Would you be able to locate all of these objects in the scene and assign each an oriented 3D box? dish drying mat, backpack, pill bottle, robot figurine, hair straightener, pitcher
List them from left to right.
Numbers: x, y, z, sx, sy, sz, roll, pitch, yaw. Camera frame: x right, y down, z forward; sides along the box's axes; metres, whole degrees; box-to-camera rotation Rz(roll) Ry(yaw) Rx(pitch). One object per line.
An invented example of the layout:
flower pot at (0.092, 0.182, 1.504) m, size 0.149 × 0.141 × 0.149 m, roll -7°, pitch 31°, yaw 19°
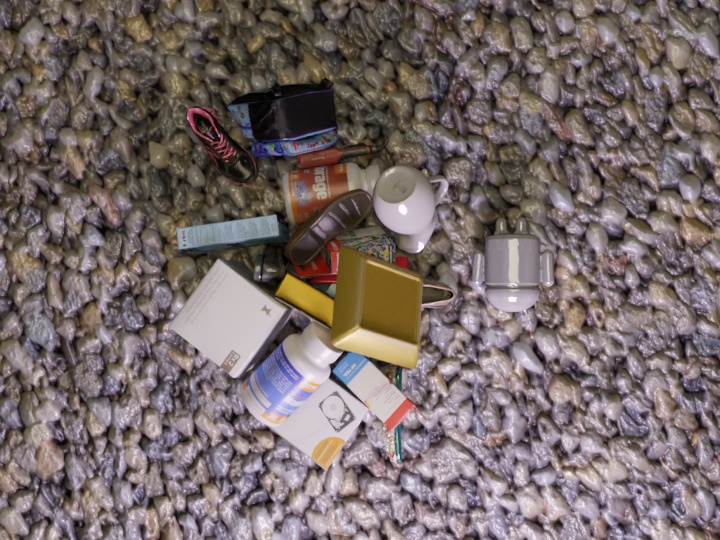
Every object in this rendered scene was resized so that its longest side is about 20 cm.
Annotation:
backpack at (-0.165, -0.306, 1.548) m, size 0.198 × 0.182 × 0.137 m, roll 6°, pitch 110°, yaw 43°
pill bottle at (-0.128, 0.194, 1.464) m, size 0.112 × 0.112 × 0.200 m, roll 46°, pitch 106°, yaw 3°
pill bottle at (-0.055, -0.161, 1.572) m, size 0.197 × 0.112 × 0.114 m, roll -9°, pitch 88°, yaw 2°
hair straightener at (-0.037, -0.251, 1.591) m, size 0.197 × 0.077 × 0.041 m, roll -15°, pitch 105°, yaw -3°
dish drying mat at (0.000, 0.000, 1.568) m, size 0.197 × 0.018 × 0.077 m, roll 1°, pitch 44°, yaw 2°
pitcher at (0.108, -0.145, 1.522) m, size 0.120 × 0.200 × 0.173 m, roll 30°, pitch 81°, yaw 25°
robot figurine at (0.307, -0.004, 1.550) m, size 0.167 × 0.113 × 0.203 m, roll -1°, pitch 88°, yaw 23°

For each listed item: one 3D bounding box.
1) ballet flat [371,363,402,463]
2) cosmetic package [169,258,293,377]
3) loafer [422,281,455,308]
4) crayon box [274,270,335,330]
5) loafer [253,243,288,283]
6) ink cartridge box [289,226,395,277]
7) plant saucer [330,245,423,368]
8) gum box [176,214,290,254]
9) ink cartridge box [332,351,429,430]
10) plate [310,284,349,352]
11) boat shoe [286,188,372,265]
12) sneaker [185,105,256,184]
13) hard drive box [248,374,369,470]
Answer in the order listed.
ballet flat at (0.055, 0.293, 1.577) m, size 0.063 × 0.076 × 0.203 m, roll -2°, pitch 79°, yaw 12°
cosmetic package at (-0.247, 0.092, 1.527) m, size 0.164 × 0.200 × 0.166 m, roll 36°, pitch 89°, yaw 3°
loafer at (0.098, 0.048, 1.562) m, size 0.197 × 0.063 × 0.073 m, roll -2°, pitch 86°, yaw -12°
crayon box at (-0.102, 0.054, 1.488) m, size 0.125 × 0.200 × 0.052 m, roll 30°, pitch 89°, yaw -7°
loafer at (-0.171, -0.008, 1.530) m, size 0.062 × 0.200 × 0.073 m, roll 5°, pitch 100°, yaw 0°
ink cartridge box at (-0.038, -0.039, 1.540) m, size 0.197 × 0.109 × 0.051 m, roll -7°, pitch 114°, yaw -14°
plant saucer at (0.046, 0.065, 1.451) m, size 0.198 × 0.048 × 0.203 m, roll 19°, pitch 64°, yaw -29°
gum box at (-0.251, -0.071, 1.548) m, size 0.197 × 0.170 × 0.045 m, roll -7°, pitch 88°, yaw 2°
ink cartridge box at (0.042, 0.245, 1.488) m, size 0.067 × 0.116 × 0.200 m, roll -45°, pitch 80°, yaw -4°
plate at (-0.011, 0.070, 1.605) m, size 0.197 × 0.026 × 0.203 m, roll 0°, pitch 89°, yaw 2°
boat shoe at (-0.068, -0.098, 1.507) m, size 0.199 × 0.068 × 0.072 m, roll -36°, pitch 119°, yaw -1°
sneaker at (-0.296, -0.264, 1.595) m, size 0.079 × 0.095 × 0.200 m, roll -41°, pitch 88°, yaw -1°
hard drive box at (-0.103, 0.284, 1.576) m, size 0.199 × 0.077 × 0.157 m, roll 35°, pitch 90°, yaw 4°
